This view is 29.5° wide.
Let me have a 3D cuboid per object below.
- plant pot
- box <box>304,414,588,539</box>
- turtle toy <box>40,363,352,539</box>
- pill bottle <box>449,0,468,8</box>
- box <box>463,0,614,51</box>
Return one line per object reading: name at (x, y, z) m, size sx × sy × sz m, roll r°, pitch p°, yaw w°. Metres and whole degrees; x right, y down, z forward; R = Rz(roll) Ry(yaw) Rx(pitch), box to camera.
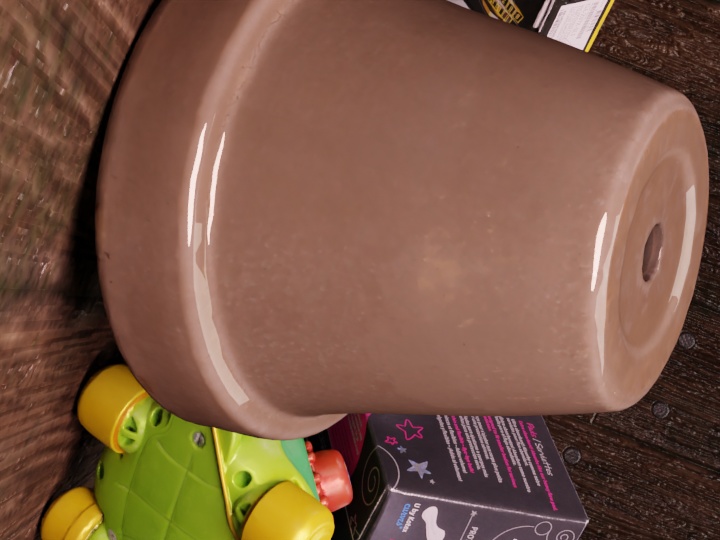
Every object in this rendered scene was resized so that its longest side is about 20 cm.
plant pot at (0.029, -0.019, 0.513) m, size 0.200 × 0.174 × 0.201 m, roll -31°, pitch 128°, yaw -52°
box at (0.026, 0.111, 0.761) m, size 0.200 × 0.114 × 0.132 m, roll -107°, pitch -146°, yaw -56°
turtle toy at (-0.061, 0.098, 0.665) m, size 0.101 × 0.146 × 0.200 m, roll -17°, pitch 134°, yaw -56°
pill bottle at (0.057, -0.105, 0.891) m, size 0.200 × 0.106 × 0.107 m, roll 110°, pitch 0°, yaw -86°
box at (0.065, -0.223, 0.658) m, size 0.049 × 0.200 × 0.160 m, roll -21°, pitch 153°, yaw -26°
